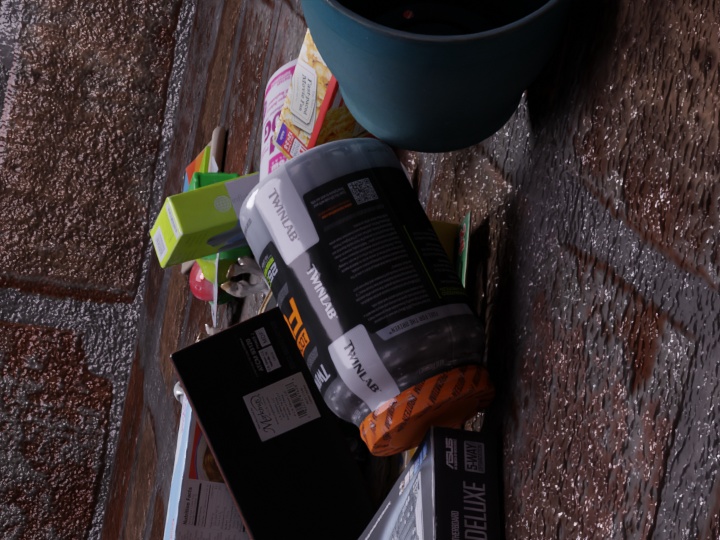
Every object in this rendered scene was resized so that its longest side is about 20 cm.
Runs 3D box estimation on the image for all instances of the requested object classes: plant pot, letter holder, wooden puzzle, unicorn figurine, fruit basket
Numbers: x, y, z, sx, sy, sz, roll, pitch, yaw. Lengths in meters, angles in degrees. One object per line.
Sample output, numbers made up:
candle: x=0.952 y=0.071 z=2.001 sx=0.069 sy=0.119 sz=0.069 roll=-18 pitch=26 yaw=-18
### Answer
plant pot: x=0.051 y=-0.183 z=1.306 sx=0.188 sy=0.199 sz=0.201 roll=90 pitch=-178 yaw=-62
letter holder: x=-0.070 y=0.145 z=1.583 sx=0.142 sy=0.100 sz=0.200 roll=125 pitch=120 yaw=-80
wooden puzzle: x=-0.242 y=-0.103 z=2.916 sx=0.200 sy=0.037 sz=0.186 roll=135 pitch=142 yaw=-70
unicorn figurine: x=-0.093 y=0.078 z=1.945 sx=0.074 sy=0.137 sz=0.200 roll=-93 pitch=29 yaw=-80
fruit basket: x=-0.182 y=-0.020 z=2.523 sx=0.185 sy=0.093 sz=0.200 roll=-100 pitch=7 yaw=-57

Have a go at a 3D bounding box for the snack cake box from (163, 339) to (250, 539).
snack cake box: x=-0.102 y=0.169 z=1.685 sx=0.067 sy=0.115 sz=0.201 roll=146 pitch=133 yaw=-75

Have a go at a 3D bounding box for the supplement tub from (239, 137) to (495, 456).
supplement tub: x=0.008 y=0.019 z=1.349 sx=0.200 sy=0.122 sz=0.123 roll=64 pitch=155 yaw=18

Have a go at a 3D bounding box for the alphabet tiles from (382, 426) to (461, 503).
alphabet tiles: x=0.046 y=0.126 z=1.499 sx=0.200 sy=0.008 sz=0.168 roll=123 pitch=154 yaw=-63

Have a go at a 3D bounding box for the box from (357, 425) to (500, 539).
box: x=0.044 y=0.223 z=1.339 sx=0.200 sy=0.050 sz=0.158 roll=117 pitch=158 yaw=-55

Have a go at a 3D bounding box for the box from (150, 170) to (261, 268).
box: x=-0.102 y=-0.063 z=1.938 sx=0.122 sy=0.200 sz=0.048 roll=132 pitch=120 yaw=-68

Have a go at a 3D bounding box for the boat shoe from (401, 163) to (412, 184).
boat shoe: x=0.000 y=0.000 z=1.645 sx=0.064 sy=0.071 sz=0.200 roll=99 pitch=-178 yaw=-68

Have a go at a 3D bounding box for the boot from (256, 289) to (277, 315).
boot: x=-0.045 y=0.018 z=1.853 sx=0.138 sy=0.077 sz=0.200 roll=132 pitch=144 yaw=-60

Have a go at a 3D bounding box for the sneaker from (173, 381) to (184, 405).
sneaker: x=-0.089 y=0.079 z=1.794 sx=0.200 sy=0.087 sz=0.075 roll=-39 pitch=18 yaw=11

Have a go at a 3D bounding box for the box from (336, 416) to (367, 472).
box: x=-0.043 y=0.216 z=1.756 sx=0.160 sy=0.043 sz=0.201 roll=-150 pitch=69 yaw=-77

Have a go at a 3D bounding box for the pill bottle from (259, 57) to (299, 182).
pill bottle: x=-0.035 y=-0.088 z=1.764 sx=0.113 sy=0.113 sz=0.200 roll=114 pitch=162 yaw=-50

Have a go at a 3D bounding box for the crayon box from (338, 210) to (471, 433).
crayon box: x=0.032 y=0.041 z=1.489 sx=0.200 sy=0.051 sz=0.127 roll=127 pitch=150 yaw=-65

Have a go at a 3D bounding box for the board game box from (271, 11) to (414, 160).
board game box: x=0.022 y=-0.180 z=1.509 sx=0.046 sy=0.151 sz=0.200 roll=45 pitch=140 yaw=24
